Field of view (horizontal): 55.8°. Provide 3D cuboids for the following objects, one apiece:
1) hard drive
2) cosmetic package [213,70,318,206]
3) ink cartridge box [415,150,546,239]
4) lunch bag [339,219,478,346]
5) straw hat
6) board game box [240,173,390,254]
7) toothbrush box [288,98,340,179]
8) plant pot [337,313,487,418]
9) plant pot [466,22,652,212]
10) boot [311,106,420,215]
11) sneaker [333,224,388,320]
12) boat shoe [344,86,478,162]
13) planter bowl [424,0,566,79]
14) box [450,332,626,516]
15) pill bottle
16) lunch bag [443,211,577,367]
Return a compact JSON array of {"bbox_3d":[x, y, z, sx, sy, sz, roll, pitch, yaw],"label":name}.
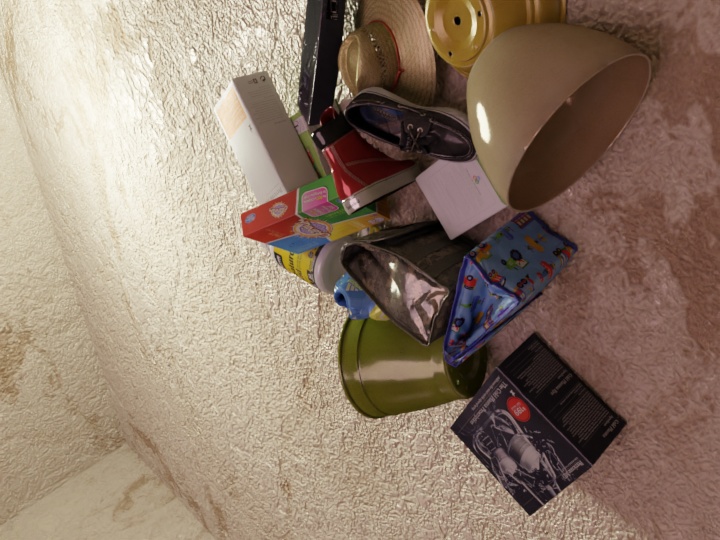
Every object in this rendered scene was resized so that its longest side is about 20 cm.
[{"bbox_3d":[-0.060,-0.330,1.007,0.136,0.041,0.204,-115,31,-59],"label":"hard drive"},{"bbox_3d":[-0.157,-0.208,1.117,0.101,0.070,0.203,-30,86,55],"label":"cosmetic package"},{"bbox_3d":[0.169,-0.130,0.914,0.105,0.059,0.199,59,145,2],"label":"ink cartridge box"},{"bbox_3d":[0.085,-0.006,1.007,0.199,0.162,0.120,35,123,29],"label":"lunch bag"},{"bbox_3d":[0.015,-0.292,0.947,0.201,0.084,0.204,42,147,35],"label":"straw hat"},{"bbox_3d":[-0.072,-0.088,1.105,0.197,0.152,0.041,-19,71,29],"label":"board game box"},{"bbox_3d":[-0.095,-0.188,1.185,0.198,0.085,0.148,-15,100,53],"label":"toothbrush box"},{"bbox_3d":[0.097,0.141,1.111,0.190,0.200,0.204,-8,109,40],"label":"plant pot"},{"bbox_3d":[0.191,-0.184,0.737,0.135,0.198,0.202,49,145,24],"label":"plant pot"},{"bbox_3d":[0.010,-0.173,0.976,0.072,0.199,0.146,-27,91,33],"label":"boot"},{"bbox_3d":[0.000,0.000,1.116,0.202,0.103,0.077,-101,-2,-46],"label":"sneaker"},{"bbox_3d":[0.064,-0.184,0.881,0.198,0.066,0.071,30,136,22],"label":"boat shoe"},{"bbox_3d":[0.137,-0.305,0.809,0.199,0.083,0.204,31,136,34],"label":"planter bowl"},{"bbox_3d":[0.259,0.235,1.025,0.182,0.103,0.202,45,143,19],"label":"box"},{"bbox_3d":[-0.102,-0.044,1.277,0.198,0.110,0.113,28,135,38],"label":"pill bottle"},{"bbox_3d":[0.186,0.040,0.934,0.094,0.150,0.202,41,142,20],"label":"lunch bag"}]
